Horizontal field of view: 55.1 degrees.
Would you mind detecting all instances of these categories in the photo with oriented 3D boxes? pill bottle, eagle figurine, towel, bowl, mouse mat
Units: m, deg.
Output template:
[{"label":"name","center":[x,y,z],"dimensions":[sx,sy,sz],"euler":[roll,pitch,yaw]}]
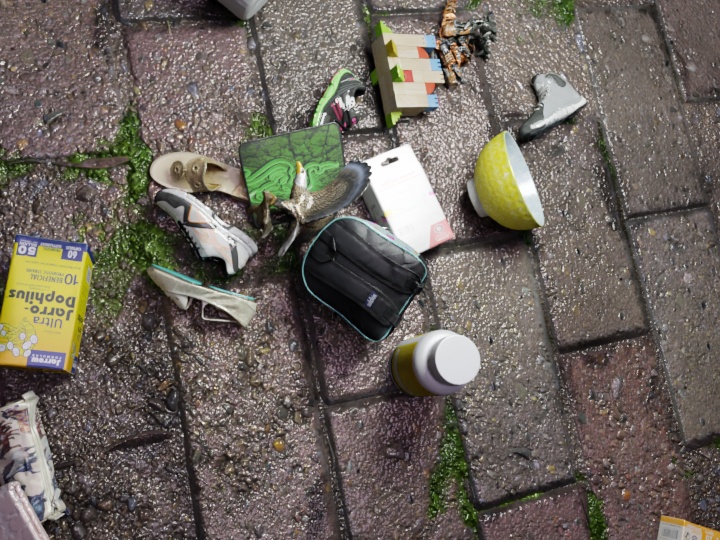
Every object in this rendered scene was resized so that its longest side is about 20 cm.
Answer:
[{"label":"pill bottle","center":[0.131,0.164,1.212],"dimensions":[0.110,0.200,0.112],"euler":[3,78,-15]},{"label":"eagle figurine","center":[-0.083,-0.119,1.209],"dimensions":[0.198,0.152,0.152],"euler":[-5,122,-24]},{"label":"towel","center":[-0.533,0.431,1.003],"dimensions":[0.199,0.032,0.192],"euler":[-31,90,9]},{"label":"bowl","center":[0.274,-0.161,1.358],"dimensions":[0.107,0.200,0.202],"euler":[-21,84,23]},{"label":"mouse mat","center":[-0.117,-0.176,1.270],"dimensions":[0.198,0.008,0.162],"euler":[-17,113,-18]}]

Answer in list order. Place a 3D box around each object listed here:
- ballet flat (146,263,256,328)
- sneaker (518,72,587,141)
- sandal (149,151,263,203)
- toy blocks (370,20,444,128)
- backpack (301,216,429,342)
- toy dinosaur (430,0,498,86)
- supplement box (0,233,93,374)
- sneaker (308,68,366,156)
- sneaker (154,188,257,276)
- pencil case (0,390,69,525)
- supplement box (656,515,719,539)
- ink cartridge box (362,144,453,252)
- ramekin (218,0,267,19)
[{"label":"ballet flat","center":[-0.278,0.048,1.186],"dimensions":[0.198,0.067,0.063],"euler":[20,84,-12]},{"label":"sneaker","center":[0.383,-0.357,1.469],"dimensions":[0.199,0.075,0.116],"euler":[-30,84,-30]},{"label":"sandal","center":[-0.267,-0.174,1.230],"dimensions":[0.210,0.070,0.078],"euler":[13,75,-14]},{"label":"toy blocks","center":[0.104,-0.391,1.383],"dimensions":[0.136,0.100,0.202],"euler":[-7,83,-28]},{"label":"backpack","center":[0.000,0.000,1.217],"dimensions":[0.199,0.153,0.177],"euler":[32,100,-6]},{"label":"toy dinosaur","center":[0.209,-0.486,1.431],"dimensions":[0.134,0.102,0.202],"euler":[-3,101,0]},{"label":"supplement box","center":[-0.498,0.057,1.093],"dimensions":[0.108,0.109,0.202],"euler":[7,77,-15]},{"label":"sneaker","center":[-0.045,-0.294,1.319],"dimensions":[0.083,0.077,0.201],"euler":[26,74,-6]},{"label":"sneaker","center":[-0.279,-0.067,1.204],"dimensions":[0.199,0.074,0.080],"euler":[35,73,-7]},{"label":"pencil case","center":[-0.510,0.292,1.055],"dimensions":[0.089,0.078,0.202],"euler":[-19,84,13]},{"label":"supplement box","center":[0.641,0.599,1.343],"dimensions":[0.125,0.074,0.202],"euler":[20,74,-11]},{"label":"ink cartridge box","center":[0.080,-0.127,1.327],"dimensions":[0.116,0.067,0.201],"euler":[-23,88,-20]},{"label":"ramekin","center":[-0.193,-0.561,1.270],"dimensions":[0.098,0.200,0.201],"euler":[41,71,-13]}]
